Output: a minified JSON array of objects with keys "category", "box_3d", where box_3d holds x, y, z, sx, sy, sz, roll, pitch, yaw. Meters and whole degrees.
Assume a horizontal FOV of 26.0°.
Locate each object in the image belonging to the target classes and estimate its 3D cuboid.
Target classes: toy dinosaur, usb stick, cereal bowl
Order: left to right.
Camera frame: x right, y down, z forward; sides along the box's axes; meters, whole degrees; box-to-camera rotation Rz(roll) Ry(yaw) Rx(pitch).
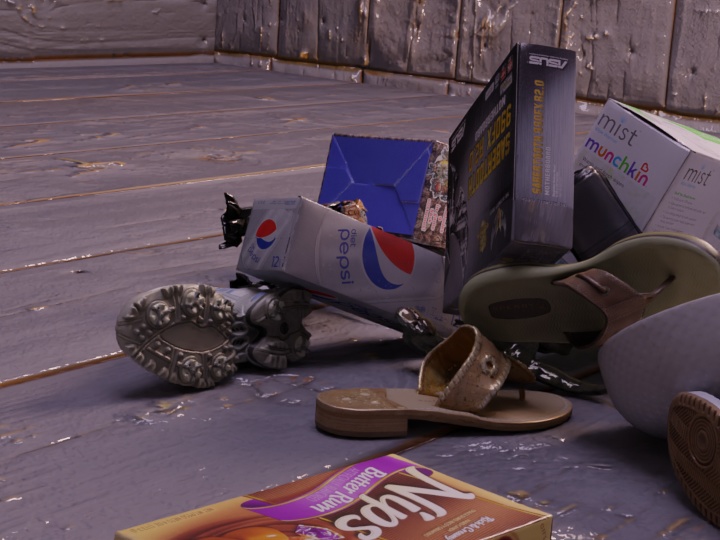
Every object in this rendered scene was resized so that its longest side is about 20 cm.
[{"category":"toy dinosaur","box_3d":[-0.052,-0.011,1.396,0.135,0.200,0.102,-5,54,-16]},{"category":"toy dinosaur","box_3d":[0.127,0.067,1.253,0.199,0.048,0.088,13,17,18]},{"category":"usb stick","box_3d":[0.212,0.013,1.200,0.055,0.200,0.033,-34,1,-7]},{"category":"cereal bowl","box_3d":[0.269,0.074,1.073,0.200,0.084,0.200,-10,-19,-3]}]

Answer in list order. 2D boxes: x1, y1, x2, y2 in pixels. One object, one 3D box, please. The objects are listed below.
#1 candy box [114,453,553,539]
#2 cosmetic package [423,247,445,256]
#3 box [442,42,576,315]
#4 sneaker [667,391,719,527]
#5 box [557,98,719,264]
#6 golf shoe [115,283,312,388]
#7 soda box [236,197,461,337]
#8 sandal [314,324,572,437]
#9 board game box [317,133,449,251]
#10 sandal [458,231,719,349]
[{"category":"candy box","box_3d":[-0.010,0.149,0.775,0.117,0.057,0.200,15,17,42]},{"category":"cosmetic package","box_3d":[0.103,0.018,1.443,0.200,0.051,0.082,11,10,30]},{"category":"box","box_3d":[0.113,-0.064,1.217,0.048,0.159,0.200,7,-17,-10]},{"category":"sneaker","box_3d":[0.276,0.127,0.944,0.108,0.070,0.200,-6,22,-21]},{"category":"box","box_3d":[0.247,-0.033,1.315,0.097,0.177,0.200,38,19,34]},{"category":"golf shoe","box_3d":[-0.129,0.046,1.202,0.097,0.079,0.200,6,1,37]},{"category":"soda box","box_3d":[0.000,0.000,1.282,0.200,0.064,0.068,22,-13,-37]},{"category":"sandal","box_3d":[0.068,0.074,1.121,0.211,0.070,0.078,-2,13,-27]},{"category":"board game box","box_3d":[0.083,-0.065,1.572,0.200,0.097,0.159,14,-3,-40]},{"category":"sandal","box_3d":[0.162,0.027,1.094,0.201,0.080,0.057,-12,26,26]}]
